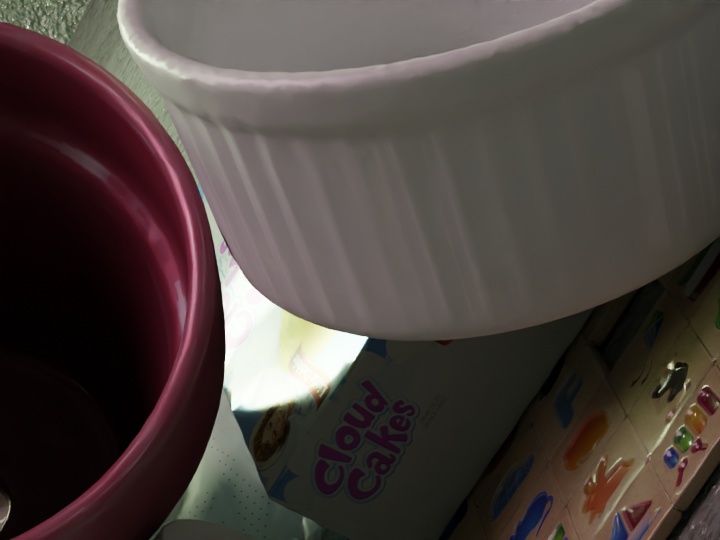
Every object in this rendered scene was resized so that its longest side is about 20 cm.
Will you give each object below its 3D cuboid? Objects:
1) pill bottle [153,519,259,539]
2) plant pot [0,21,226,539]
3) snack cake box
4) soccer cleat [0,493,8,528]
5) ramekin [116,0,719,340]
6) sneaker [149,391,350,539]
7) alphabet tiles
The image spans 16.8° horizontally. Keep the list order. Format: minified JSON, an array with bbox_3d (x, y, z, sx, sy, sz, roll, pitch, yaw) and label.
[{"bbox_3d":[-0.071,0.186,0.756,0.201,0.113,0.113,-59,13,9],"label":"pill bottle"},{"bbox_3d":[-0.141,0.045,0.812,0.179,0.199,0.201,92,-161,-62],"label":"plant pot"},{"bbox_3d":[0.000,0.000,0.878,0.115,0.067,0.200,-56,26,14],"label":"snack cake box"},{"bbox_3d":[-0.150,0.127,0.986,0.200,0.069,0.078,-48,20,39],"label":"soccer cleat"},{"bbox_3d":[0.035,-0.065,0.743,0.199,0.098,0.201,-13,29,7],"label":"ramekin"},{"bbox_3d":[-0.034,0.110,0.903,0.088,0.075,0.201,-15,45,16],"label":"sneaker"},{"bbox_3d":[0.062,0.067,0.750,0.201,0.008,0.167,-58,14,12],"label":"alphabet tiles"}]
